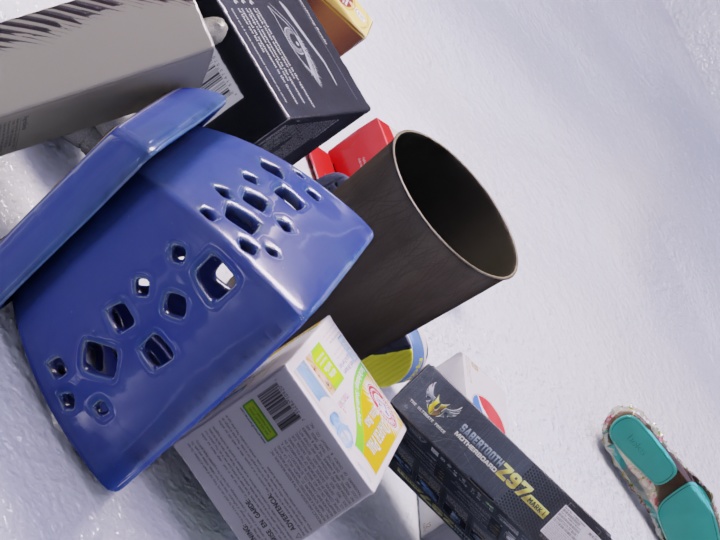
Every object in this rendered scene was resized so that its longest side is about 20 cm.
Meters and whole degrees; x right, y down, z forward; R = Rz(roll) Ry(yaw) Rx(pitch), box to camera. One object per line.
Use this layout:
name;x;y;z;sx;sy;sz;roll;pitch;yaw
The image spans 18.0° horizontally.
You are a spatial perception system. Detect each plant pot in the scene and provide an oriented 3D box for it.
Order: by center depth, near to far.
plant pot;-0.134;-0.002;1.554;0.180;0.200;0.200;48;22;-3

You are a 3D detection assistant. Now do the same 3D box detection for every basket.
basket;0.000;0.000;1.821;0.180;0.199;0.137;17;43;-60

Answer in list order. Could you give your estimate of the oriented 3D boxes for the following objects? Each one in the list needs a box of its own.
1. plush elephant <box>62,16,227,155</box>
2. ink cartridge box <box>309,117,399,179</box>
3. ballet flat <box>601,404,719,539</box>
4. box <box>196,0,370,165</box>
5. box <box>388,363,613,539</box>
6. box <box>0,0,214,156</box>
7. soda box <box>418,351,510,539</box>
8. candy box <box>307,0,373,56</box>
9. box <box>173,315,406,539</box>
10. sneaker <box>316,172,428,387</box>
plush elephant;-0.177;-0.173;1.723;0.199;0.155;0.165;34;19;-36
ink cartridge box;0.040;-0.066;2.180;0.200;0.067;0.117;28;35;-51
ballet flat;0.321;0.225;2.382;0.201;0.075;0.064;60;6;-1
box;-0.098;-0.169;1.978;0.149;0.104;0.200;59;21;7
box;0.104;0.179;1.788;0.200;0.051;0.158;44;-18;15
box;-0.206;-0.138;1.567;0.069;0.199;0.082;66;-20;12
soda box;0.091;0.166;1.972;0.068;0.063;0.201;44;24;-30
candy box;-0.094;-0.270;2.111;0.200;0.116;0.057;50;22;-15
box;-0.046;0.120;1.649;0.113;0.101;0.200;55;12;-4
sneaker;0.003;0.011;1.995;0.082;0.074;0.202;11;57;-64
